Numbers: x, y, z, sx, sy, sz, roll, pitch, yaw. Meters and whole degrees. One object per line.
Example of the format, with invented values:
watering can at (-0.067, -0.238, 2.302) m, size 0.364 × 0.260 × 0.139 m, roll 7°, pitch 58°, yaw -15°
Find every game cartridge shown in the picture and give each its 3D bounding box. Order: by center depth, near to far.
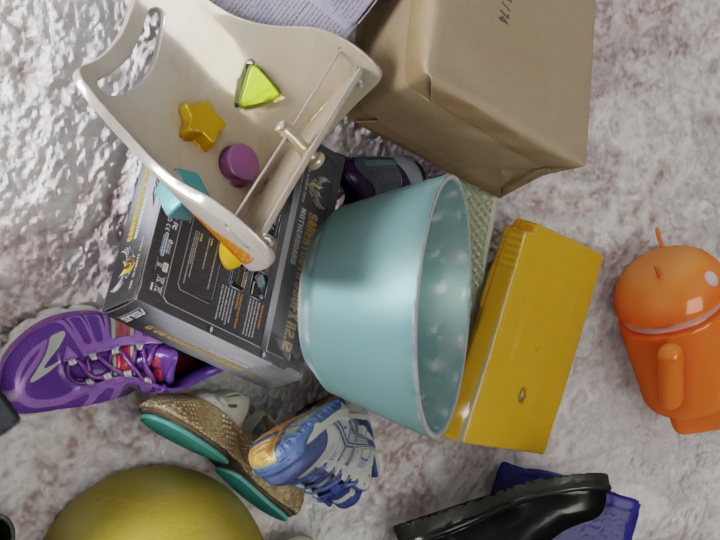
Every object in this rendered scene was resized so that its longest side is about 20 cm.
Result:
game cartridge at (0.149, 0.063, 1.262) m, size 0.176 × 0.032 × 0.201 m, roll 19°, pitch 87°, yaw -57°

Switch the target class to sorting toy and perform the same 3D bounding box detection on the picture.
sorting toy at (-0.110, -0.116, 0.999) m, size 0.180 × 0.107 × 0.201 m, roll 40°, pitch 52°, yaw -16°

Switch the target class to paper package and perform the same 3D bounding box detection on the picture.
paper package at (0.096, -0.190, 1.138) m, size 0.190 × 0.103 × 0.201 m, roll 23°, pitch 62°, yaw -33°

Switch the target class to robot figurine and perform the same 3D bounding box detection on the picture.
robot figurine at (0.313, 0.062, 1.348) m, size 0.143 × 0.116 × 0.201 m, roll -32°, pitch 114°, yaw -22°

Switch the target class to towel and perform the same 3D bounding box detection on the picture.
towel at (0.173, 0.294, 1.322) m, size 0.147 × 0.050 × 0.201 m, roll 17°, pitch 82°, yaw -7°

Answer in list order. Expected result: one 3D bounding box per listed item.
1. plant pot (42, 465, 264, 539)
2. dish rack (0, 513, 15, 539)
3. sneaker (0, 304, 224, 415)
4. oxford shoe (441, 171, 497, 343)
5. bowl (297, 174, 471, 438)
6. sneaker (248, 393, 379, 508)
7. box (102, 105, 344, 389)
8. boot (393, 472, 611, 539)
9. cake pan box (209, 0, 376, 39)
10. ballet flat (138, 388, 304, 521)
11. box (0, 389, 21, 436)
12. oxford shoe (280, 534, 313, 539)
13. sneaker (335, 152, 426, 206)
plant pot at (-0.146, 0.264, 1.071) m, size 0.199 × 0.142 × 0.202 m, roll -2°, pitch 96°, yaw -21°
dish rack at (-0.357, 0.250, 1.009) m, size 0.199 × 0.054 × 0.155 m, roll 0°, pitch 98°, yaw -31°
sneaker at (-0.181, 0.064, 1.065) m, size 0.199 × 0.083 × 0.081 m, roll -14°, pitch 106°, yaw -28°
oxford shoe at (0.076, 0.001, 1.227) m, size 0.075 × 0.058 × 0.201 m, roll 12°, pitch 100°, yaw -5°
bowl at (0.017, 0.025, 1.072) m, size 0.201 × 0.104 × 0.203 m, roll 3°, pitch 90°, yaw -74°
sneaker at (-0.024, 0.151, 1.117) m, size 0.075 × 0.200 × 0.089 m, roll -24°, pitch 88°, yaw 18°
box at (-0.100, -0.031, 1.073) m, size 0.158 × 0.048 × 0.201 m, roll 28°, pitch 60°, yaw -33°
boot at (0.142, 0.277, 1.249) m, size 0.210 × 0.079 × 0.159 m, roll -18°, pitch 79°, yaw 3°
cake pan box at (-0.062, -0.259, 1.045) m, size 0.184 × 0.052 × 0.200 m, roll 34°, pitch 101°, yaw -19°
ballet flat at (-0.105, 0.135, 1.130) m, size 0.200 × 0.070 × 0.066 m, roll 48°, pitch 62°, yaw -46°
box at (-0.354, 0.063, 0.945) m, size 0.148 × 0.104 × 0.201 m, roll -38°, pitch 117°, yaw -20°
oxford shoe at (-0.052, 0.328, 1.201) m, size 0.075 × 0.058 × 0.202 m, roll 0°, pitch 97°, yaw -29°
sneaker at (0.000, 0.000, 1.182) m, size 0.087 × 0.074 × 0.202 m, roll 5°, pitch 87°, yaw -19°
